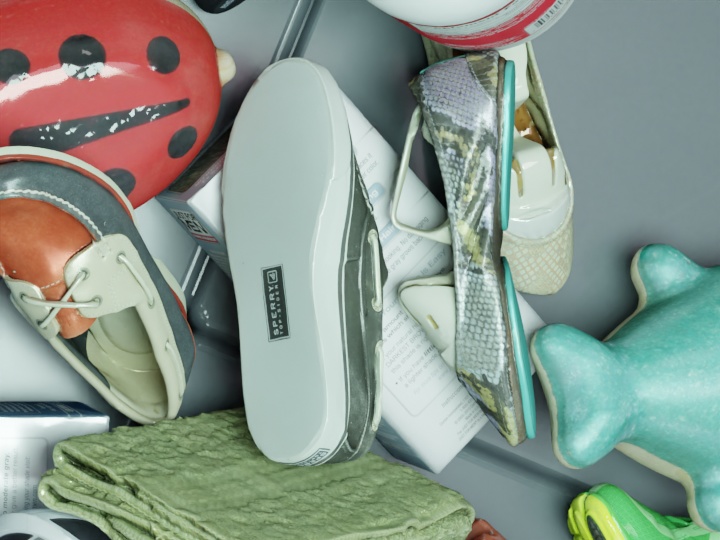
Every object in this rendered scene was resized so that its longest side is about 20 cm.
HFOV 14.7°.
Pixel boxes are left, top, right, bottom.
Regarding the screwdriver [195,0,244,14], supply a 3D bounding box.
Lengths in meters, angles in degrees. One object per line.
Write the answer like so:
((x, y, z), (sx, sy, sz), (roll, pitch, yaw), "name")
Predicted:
((-0.044, -0.154, 1.352), (0.029, 0.200, 0.028), (31, 74, -15), "screwdriver")

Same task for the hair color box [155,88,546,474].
((0.000, 0.000, 1.456), (0.099, 0.061, 0.200), (-46, 109, -12), "hair color box")

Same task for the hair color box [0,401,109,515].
((-0.228, 0.116, 1.380), (0.200, 0.061, 0.100), (1, 95, -21), "hair color box")

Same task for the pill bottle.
((0.045, -0.168, 1.335), (0.112, 0.200, 0.112), (0, 88, 11), "pill bottle")

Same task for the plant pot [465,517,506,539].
((0.072, 0.246, 1.443), (0.201, 0.201, 0.195), (-44, 100, -12), "plant pot")

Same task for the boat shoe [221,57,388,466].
((-0.023, -0.004, 1.385), (0.064, 0.071, 0.200), (4, 84, -53), "boat shoe")

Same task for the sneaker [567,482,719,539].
((0.193, 0.160, 1.538), (0.200, 0.074, 0.084), (33, 85, -29), "sneaker")

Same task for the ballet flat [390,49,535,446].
((0.050, -0.010, 1.415), (0.072, 0.072, 0.201), (-6, 96, -20), "ballet flat")

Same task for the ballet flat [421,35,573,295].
((0.073, -0.075, 1.475), (0.067, 0.062, 0.200), (-22, 102, -18), "ballet flat")

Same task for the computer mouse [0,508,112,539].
((-0.095, 0.175, 1.363), (0.200, 0.110, 0.044), (44, 50, -13), "computer mouse")

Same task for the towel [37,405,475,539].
((-0.048, 0.114, 1.369), (0.200, 0.148, 0.037), (-10, 121, -54), "towel")

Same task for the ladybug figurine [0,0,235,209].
((-0.154, -0.075, 1.375), (0.200, 0.072, 0.136), (-20, 112, -13), "ladybug figurine")

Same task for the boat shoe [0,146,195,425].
((-0.135, 0.008, 1.352), (0.071, 0.200, 0.063), (-12, 58, 16), "boat shoe")

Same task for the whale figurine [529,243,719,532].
((0.182, 0.057, 1.477), (0.200, 0.104, 0.159), (1, 72, -41), "whale figurine")
